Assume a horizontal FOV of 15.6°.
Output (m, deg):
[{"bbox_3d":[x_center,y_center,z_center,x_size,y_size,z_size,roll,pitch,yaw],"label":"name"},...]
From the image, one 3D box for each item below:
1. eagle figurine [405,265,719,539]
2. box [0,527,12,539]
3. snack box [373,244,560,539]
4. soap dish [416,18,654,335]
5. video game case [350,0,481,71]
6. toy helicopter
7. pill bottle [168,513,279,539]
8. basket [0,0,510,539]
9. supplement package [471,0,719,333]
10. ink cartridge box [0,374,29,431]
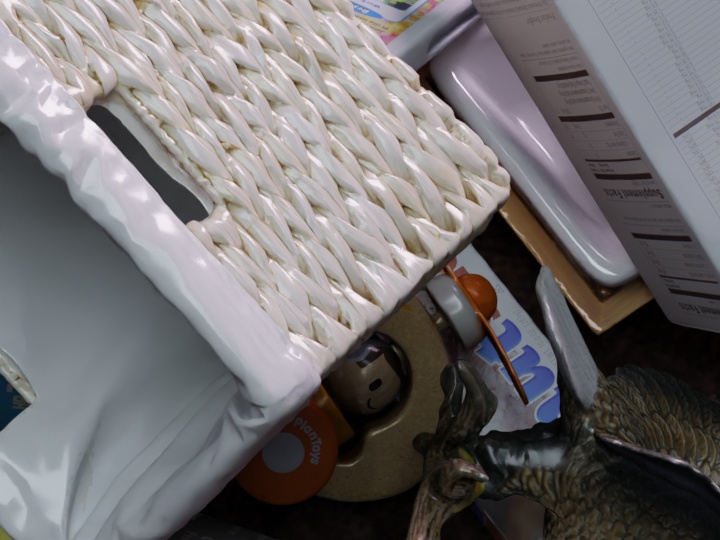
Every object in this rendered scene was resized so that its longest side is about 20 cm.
[{"bbox_3d":[0.118,0.105,1.068,0.199,0.151,0.152,17,62,-2],"label":"eagle figurine"},{"bbox_3d":[-0.158,0.095,1.148,0.075,0.050,0.200,30,71,12],"label":"box"},{"bbox_3d":[0.056,0.055,1.175,0.072,0.024,0.200,-34,70,-11],"label":"snack box"},{"bbox_3d":[0.139,-0.077,1.199,0.200,0.081,0.158,-33,70,-12],"label":"soap dish"},{"bbox_3d":[-0.043,-0.144,1.158,0.199,0.024,0.182,22,30,15],"label":"video game case"},{"bbox_3d":[0.000,0.000,1.129,0.132,0.079,0.201,-6,99,-4],"label":"toy helicopter"},{"bbox_3d":[-0.029,0.172,1.079,0.199,0.114,0.114,17,68,8],"label":"pill bottle"},{"bbox_3d":[-0.086,-0.021,0.976,0.198,0.200,0.161,48,53,1],"label":"basket"},{"bbox_3d":[0.136,-0.086,1.070,0.114,0.110,0.200,-33,100,-9],"label":"supplement package"},{"bbox_3d":[-0.209,-0.018,1.113,0.199,0.086,0.147,8,62,-7],"label":"ink cartridge box"}]
